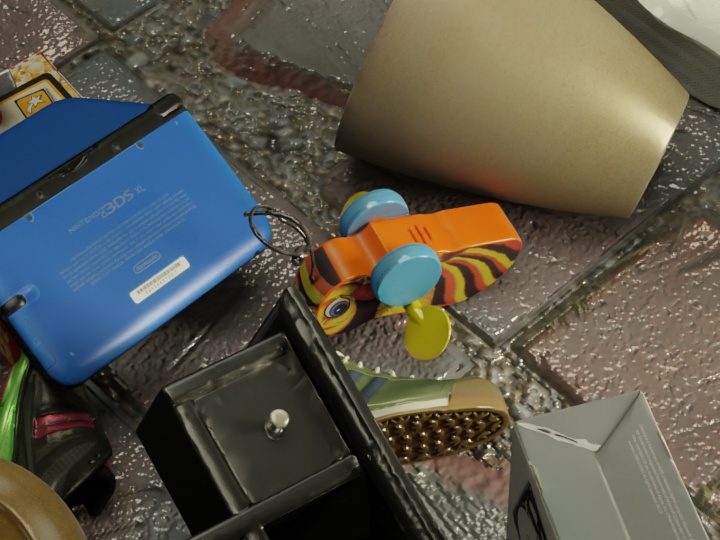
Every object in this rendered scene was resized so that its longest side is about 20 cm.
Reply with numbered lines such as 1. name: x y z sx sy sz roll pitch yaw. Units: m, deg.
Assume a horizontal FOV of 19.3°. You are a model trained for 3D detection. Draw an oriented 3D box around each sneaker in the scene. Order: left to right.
1. sneaker: -0.188 0.111 1.305 0.083 0.077 0.201 17 56 -6
2. sneaker: -0.013 0.076 1.319 0.199 0.067 0.090 -12 58 -4
3. sneaker: 0.229 -0.210 1.543 0.200 0.074 0.115 40 60 17

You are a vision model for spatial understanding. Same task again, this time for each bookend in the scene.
1. bookend: -0.078 0.144 1.182 0.198 0.092 0.201 -24 77 -27

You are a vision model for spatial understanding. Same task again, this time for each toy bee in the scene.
1. toy bee: 0.000 0.000 1.374 0.199 0.109 0.131 15 40 -19

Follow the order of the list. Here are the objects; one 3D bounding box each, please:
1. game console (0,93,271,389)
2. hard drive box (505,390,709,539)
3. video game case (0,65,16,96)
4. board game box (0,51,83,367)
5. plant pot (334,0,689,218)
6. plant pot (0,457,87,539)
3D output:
1. game console: -0.189 -0.024 1.357 0.200 0.118 0.171 -37 91 -37
2. hard drive box: 0.137 0.190 1.144 0.076 0.201 0.156 -13 52 -8
3. video game case: -0.344 -0.094 1.444 0.199 0.019 0.143 -31 23 -18
4. board game box: -0.225 -0.045 1.434 0.151 0.046 0.200 -31 57 -21
5. plant pot: 0.111 -0.120 1.419 0.199 0.188 0.188 27 56 4
6. plant pot: -0.246 0.199 1.205 0.199 0.027 0.202 -3 75 11
